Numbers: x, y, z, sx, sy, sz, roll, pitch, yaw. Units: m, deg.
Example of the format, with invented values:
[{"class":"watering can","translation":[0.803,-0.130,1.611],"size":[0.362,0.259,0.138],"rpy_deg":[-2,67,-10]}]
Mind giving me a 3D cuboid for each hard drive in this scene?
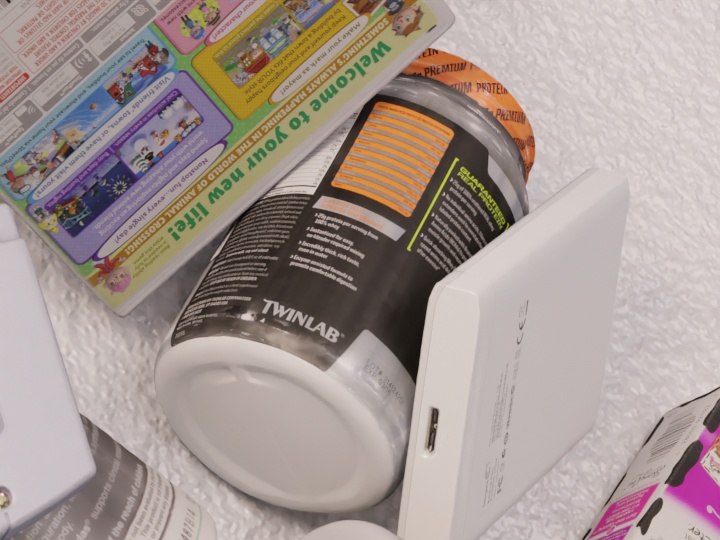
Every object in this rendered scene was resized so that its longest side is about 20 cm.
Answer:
[{"class":"hard drive","translation":[0.071,0.041,1.338],"size":[0.200,0.027,0.133],"rpy_deg":[-34,135,-61]}]

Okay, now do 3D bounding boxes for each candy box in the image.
[{"class":"candy box","translation":[0.164,0.169,1.417],"size":[0.136,0.061,0.200],"rpy_deg":[47,50,-9]}]

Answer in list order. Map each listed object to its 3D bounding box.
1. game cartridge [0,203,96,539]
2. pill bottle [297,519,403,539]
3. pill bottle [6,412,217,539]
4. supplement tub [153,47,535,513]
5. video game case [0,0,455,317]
[{"class":"game cartridge","translation":[-0.203,0.056,1.091],"size":[0.199,0.040,0.134],"rpy_deg":[-12,73,-26]},{"class":"pill bottle","translation":[0.042,0.198,1.261],"size":[0.200,0.112,0.113],"rpy_deg":[36,52,-32]},{"class":"pill bottle","translation":[-0.165,0.086,1.186],"size":[0.200,0.113,0.113],"rpy_deg":[39,52,-16]},{"class":"supplement tub","translation":[0.000,0.000,1.337],"size":[0.122,0.122,0.200],"rpy_deg":[41,52,-14]},{"class":"video game case","translation":[-0.082,-0.102,1.258],"size":[0.200,0.022,0.182],"rpy_deg":[-42,126,0]}]
